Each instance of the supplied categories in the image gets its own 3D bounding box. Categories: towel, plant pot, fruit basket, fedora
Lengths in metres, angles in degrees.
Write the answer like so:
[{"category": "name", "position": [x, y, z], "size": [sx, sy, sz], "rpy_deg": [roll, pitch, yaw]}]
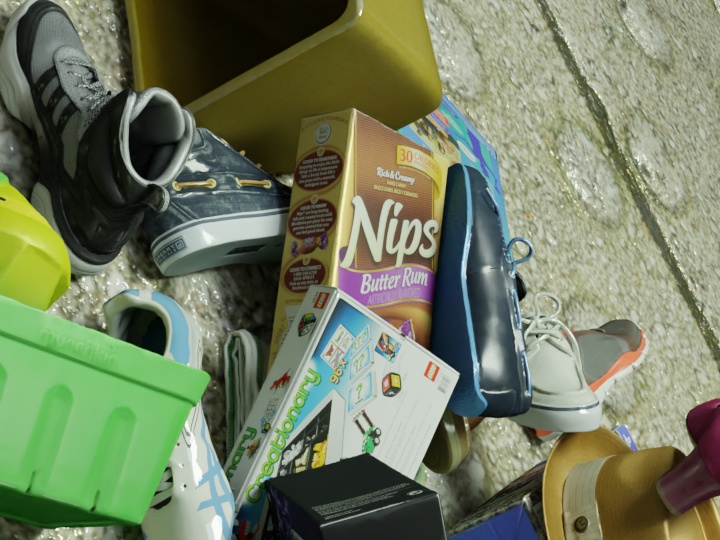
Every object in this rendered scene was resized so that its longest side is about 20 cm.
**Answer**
[{"category": "towel", "position": [-0.017, 0.137, 1.193], "size": [0.199, 0.031, 0.151], "rpy_deg": [29, 45, -40]}, {"category": "plant pot", "position": [-0.041, -0.183, 1.264], "size": [0.199, 0.193, 0.198], "rpy_deg": [31, 41, -51]}, {"category": "fruit basket", "position": [-0.199, 0.029, 0.939], "size": [0.214, 0.154, 0.219], "rpy_deg": [12, 74, -46]}, {"category": "fedora", "position": [0.215, 0.196, 1.236], "size": [0.200, 0.081, 0.202], "rpy_deg": [34, 41, -36]}]

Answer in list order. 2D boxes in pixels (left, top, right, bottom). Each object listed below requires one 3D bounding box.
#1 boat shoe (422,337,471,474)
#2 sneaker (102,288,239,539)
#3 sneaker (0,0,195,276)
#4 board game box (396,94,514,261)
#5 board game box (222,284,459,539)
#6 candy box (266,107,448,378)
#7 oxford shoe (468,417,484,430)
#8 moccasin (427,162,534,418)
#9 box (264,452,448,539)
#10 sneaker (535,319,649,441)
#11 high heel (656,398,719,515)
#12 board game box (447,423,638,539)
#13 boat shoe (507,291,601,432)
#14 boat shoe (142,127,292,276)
[{"category": "boat shoe", "position": [0.051, 0.055, 1.269], "size": [0.062, 0.073, 0.202], "rpy_deg": [-6, 57, -23]}, {"category": "sneaker", "position": [-0.125, 0.104, 1.032], "size": [0.072, 0.071, 0.202], "rpy_deg": [25, 43, -50]}, {"category": "sneaker", "position": [-0.167, -0.106, 1.093], "size": [0.075, 0.113, 0.202], "rpy_deg": [12, 56, -49]}, {"category": "board game box", "position": [0.061, -0.092, 1.416], "size": [0.152, 0.045, 0.201], "rpy_deg": [45, 21, -23]}, {"category": "board game box", "position": [-0.023, 0.128, 1.098], "size": [0.126, 0.034, 0.202], "rpy_deg": [35, 73, -34]}, {"category": "candy box", "position": [0.000, 0.000, 1.193], "size": [0.116, 0.056, 0.203], "rpy_deg": [22, 68, -47]}, {"category": "oxford shoe", "position": [0.062, 0.036, 1.341], "size": [0.071, 0.071, 0.202], "rpy_deg": [9, 57, -48]}, {"category": "moccasin", "position": [0.086, 0.019, 1.232], "size": [0.068, 0.080, 0.202], "rpy_deg": [13, 61, -27]}, {"category": "box", "position": [0.010, 0.225, 1.004], "size": [0.078, 0.141, 0.203], "rpy_deg": [-12, 96, -13]}, {"category": "sneaker", "position": [0.193, 0.073, 1.491], "size": [0.082, 0.077, 0.200], "rpy_deg": [53, 33, -1]}, {"category": "high heel", "position": [0.284, 0.120, 1.229], "size": [0.068, 0.096, 0.200], "rpy_deg": [53, 27, 1]}, {"category": "board game box", "position": [0.167, 0.234, 1.310], "size": [0.199, 0.096, 0.161], "rpy_deg": [-20, 83, -57]}, {"category": "boat shoe", "position": [0.135, 0.061, 1.318], "size": [0.202, 0.074, 0.087], "rpy_deg": [-134, -136, -71]}, {"category": "boat shoe", "position": [-0.085, -0.056, 1.208], "size": [0.199, 0.070, 0.092], "rpy_deg": [-8, 72, -55]}]
